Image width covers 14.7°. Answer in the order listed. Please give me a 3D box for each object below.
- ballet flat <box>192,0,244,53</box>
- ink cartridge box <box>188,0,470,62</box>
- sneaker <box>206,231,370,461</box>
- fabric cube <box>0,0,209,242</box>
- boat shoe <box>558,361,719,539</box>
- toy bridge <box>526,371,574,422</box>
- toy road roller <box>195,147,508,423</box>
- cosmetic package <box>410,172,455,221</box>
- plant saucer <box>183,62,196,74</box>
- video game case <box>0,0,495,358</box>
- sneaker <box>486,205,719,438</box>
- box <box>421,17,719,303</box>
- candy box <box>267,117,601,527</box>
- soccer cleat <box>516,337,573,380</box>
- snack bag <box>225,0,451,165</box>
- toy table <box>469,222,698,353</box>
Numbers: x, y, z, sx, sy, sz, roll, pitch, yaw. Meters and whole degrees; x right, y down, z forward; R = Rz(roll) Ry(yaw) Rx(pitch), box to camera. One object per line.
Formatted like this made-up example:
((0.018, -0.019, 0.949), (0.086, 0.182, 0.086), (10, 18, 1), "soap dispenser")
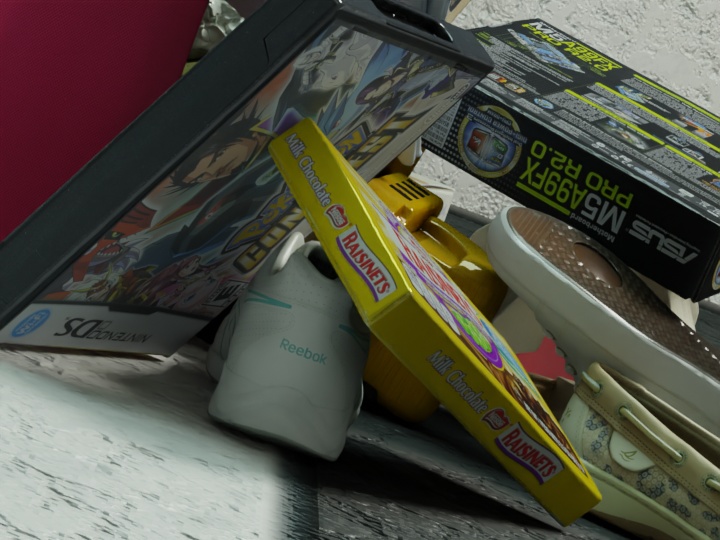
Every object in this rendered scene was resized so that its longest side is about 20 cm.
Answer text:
((-0.106, -0.122, 1.395), (0.199, 0.072, 0.072), (12, 6, -12), "ballet flat")
((-0.024, -0.182, 1.514), (0.199, 0.075, 0.165), (-4, 25, 25), "ink cartridge box")
((-0.022, 0.026, 1.183), (0.070, 0.081, 0.200), (18, 3, -6), "sneaker")
((-0.209, -0.113, 1.230), (0.200, 0.200, 0.196), (25, 7, 42), "fabric cube")
((0.171, 0.103, 1.233), (0.199, 0.063, 0.073), (23, 5, 25), "boat shoe")
((0.122, 0.078, 1.533), (0.199, 0.027, 0.067), (19, 5, -25), "toy bridge")
((0.000, 0.000, 1.379), (0.146, 0.123, 0.200), (34, 11, 8), "toy road roller")
((-0.058, -0.036, 1.613), (0.199, 0.106, 0.071), (21, 6, 19), "cosmetic package")
((-0.122, -0.132, 1.589), (0.199, 0.048, 0.200), (21, 35, 18), "plant saucer")
((-0.052, -0.037, 1.134), (0.026, 0.200, 0.181), (54, 15, 16), "video game case")
((0.120, 0.054, 1.328), (0.200, 0.085, 0.073), (40, 23, -18), "sneaker")
((0.127, -0.061, 1.422), (0.199, 0.044, 0.160), (31, 23, 22), "box")
((0.033, 0.024, 1.135), (0.102, 0.026, 0.200), (57, 6, 38), "candy box")
((0.092, 0.039, 1.659), (0.199, 0.067, 0.076), (21, -1, 35), "soccer cleat")
((-0.039, -0.144, 1.270), (0.188, 0.021, 0.200), (41, -17, 11), "snack bag")
((0.136, -0.012, 1.533), (0.199, 0.118, 0.184), (5, 27, -34), "toy table")
